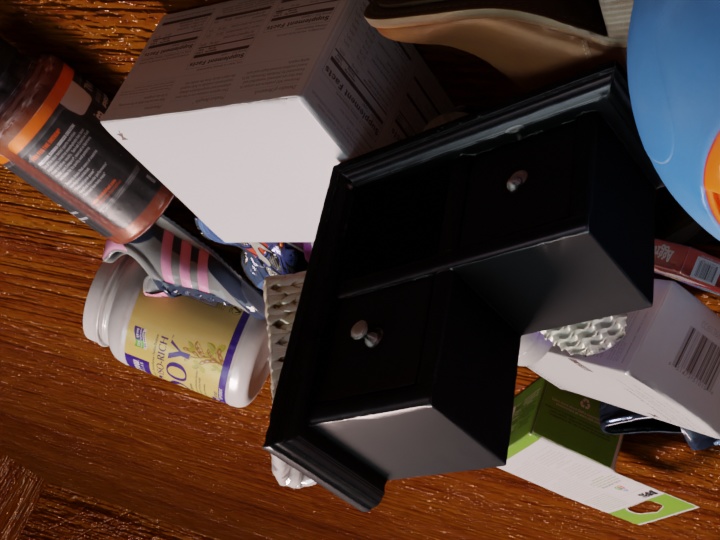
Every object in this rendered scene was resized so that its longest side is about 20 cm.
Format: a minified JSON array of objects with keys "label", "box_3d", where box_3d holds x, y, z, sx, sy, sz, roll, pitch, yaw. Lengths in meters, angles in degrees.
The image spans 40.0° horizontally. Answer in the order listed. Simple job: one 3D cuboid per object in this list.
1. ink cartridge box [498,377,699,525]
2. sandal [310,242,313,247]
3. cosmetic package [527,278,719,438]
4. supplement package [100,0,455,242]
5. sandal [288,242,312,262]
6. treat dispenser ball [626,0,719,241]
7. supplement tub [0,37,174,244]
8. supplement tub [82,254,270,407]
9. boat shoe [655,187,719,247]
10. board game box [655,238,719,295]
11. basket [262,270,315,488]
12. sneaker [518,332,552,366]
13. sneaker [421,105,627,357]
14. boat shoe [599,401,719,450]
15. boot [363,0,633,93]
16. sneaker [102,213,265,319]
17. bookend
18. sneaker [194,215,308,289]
[{"label":"ink cartridge box","box_3d":[0.263,0.208,1.113,0.199,0.076,0.148,23,155,-3]},{"label":"sandal","box_3d":[0.005,0.002,0.810,0.059,0.208,0.079,-14,165,31]},{"label":"cosmetic package","box_3d":[0.203,0.058,0.801,0.113,0.081,0.200,33,169,-21]},{"label":"supplement package","box_3d":[-0.054,-0.107,0.723,0.199,0.111,0.156,2,147,39]},{"label":"sandal","box_3d":[-0.016,-0.018,0.906,0.082,0.050,0.203,-27,140,19]},{"label":"treat dispenser ball","box_3d":[0.213,-0.093,0.411,0.200,0.201,0.201,19,155,9]},{"label":"supplement tub","box_3d":[-0.262,-0.118,0.884,0.200,0.107,0.107,39,151,-30]},{"label":"supplement tub","box_3d":[-0.195,0.056,1.121,0.199,0.146,0.146,20,155,7]},{"label":"boat shoe","box_3d":[0.243,-0.056,0.614,0.065,0.074,0.200,9,173,-3]},{"label":"board game box","box_3d":[0.219,-0.003,0.677,0.103,0.020,0.200,21,-175,-11]},{"label":"basket","box_3d":[0.007,0.100,0.924,0.199,0.161,0.198,-8,159,-6]},{"label":"sneaker","box_3d":[0.060,-0.014,0.756,0.115,0.074,0.200,27,-166,-34]},{"label":"sneaker","box_3d":[0.126,-0.038,0.698,0.069,0.100,0.200,-33,96,27]},{"label":"boat shoe","box_3d":[0.324,0.143,0.938,0.200,0.069,0.084,-4,144,45]},{"label":"boot","box_3d":[0.109,-0.114,0.587,0.199,0.074,0.155,5,140,33]},{"label":"sneaker","box_3d":[-0.180,0.007,1.040,0.200,0.082,0.070,34,179,11]},{"label":"bookend","box_3d":[0.066,0.015,0.548,0.198,0.201,0.092,-15,138,37]},{"label":"sneaker","box_3d":[-0.089,-0.045,0.938,0.078,0.076,0.200,1,156,23]}]
